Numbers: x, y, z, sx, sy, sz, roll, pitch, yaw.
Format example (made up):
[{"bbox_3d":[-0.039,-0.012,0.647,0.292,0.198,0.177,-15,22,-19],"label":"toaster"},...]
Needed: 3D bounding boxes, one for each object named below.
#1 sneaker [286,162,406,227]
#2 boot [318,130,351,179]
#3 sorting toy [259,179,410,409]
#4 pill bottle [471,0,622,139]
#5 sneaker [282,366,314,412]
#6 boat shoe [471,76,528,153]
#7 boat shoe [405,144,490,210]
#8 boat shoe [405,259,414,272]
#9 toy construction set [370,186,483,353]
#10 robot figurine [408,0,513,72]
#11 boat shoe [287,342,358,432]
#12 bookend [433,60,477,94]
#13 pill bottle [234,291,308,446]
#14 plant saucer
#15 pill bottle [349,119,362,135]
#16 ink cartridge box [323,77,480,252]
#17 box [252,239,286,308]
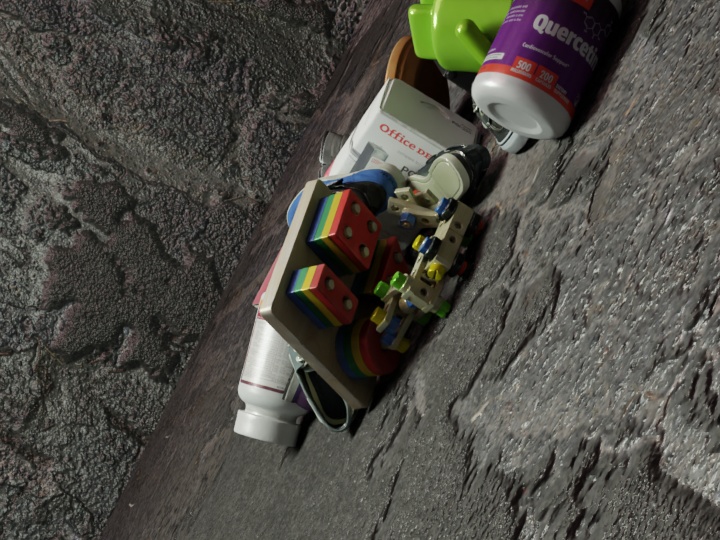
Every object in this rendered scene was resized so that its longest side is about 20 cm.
[{"bbox_3d":[-0.043,-0.075,1.714,0.199,0.077,0.111,-15,14,40],"label":"sneaker"},{"bbox_3d":[0.007,-0.192,1.922,0.070,0.130,0.202,52,-132,-66],"label":"boot"},{"bbox_3d":[-0.008,0.024,1.573,0.069,0.199,0.201,-13,44,35],"label":"sorting toy"},{"bbox_3d":[0.205,-0.248,1.412,0.201,0.112,0.112,-64,11,-10],"label":"pill bottle"},{"bbox_3d":[-0.023,0.084,1.676,0.076,0.087,0.202,-92,23,-87],"label":"sneaker"},{"bbox_3d":[0.163,-0.191,1.576,0.072,0.071,0.200,-59,11,11],"label":"boat shoe"},{"bbox_3d":[0.110,-0.113,1.657,0.066,0.075,0.199,-35,-7,-18],"label":"boat shoe"},{"bbox_3d":[0.000,0.000,1.789,0.199,0.073,0.065,11,79,58],"label":"boat shoe"},{"bbox_3d":[0.074,-0.015,1.535,0.131,0.091,0.201,133,151,-53],"label":"toy construction set"},{"bbox_3d":[0.160,-0.293,1.577,0.176,0.198,0.116,-58,-34,-45],"label":"robot figurine"},{"bbox_3d":[-0.049,0.102,1.597,0.072,0.202,0.062,-16,18,6],"label":"boat shoe"},{"bbox_3d":[0.188,-0.328,1.747,0.200,0.092,0.200,-58,10,12],"label":"bookend"},{"bbox_3d":[-0.110,0.138,1.868,0.110,0.109,0.202,175,109,-77],"label":"pill bottle"},{"bbox_3d":[0.085,-0.229,1.874,0.200,0.037,0.202,1,-90,-67],"label":"plant saucer"},{"bbox_3d":[0.023,-0.171,2.070,0.115,0.113,0.200,-67,11,-26],"label":"pill bottle"},{"bbox_3d":[0.047,-0.135,1.776,0.200,0.145,0.085,-54,11,38],"label":"ink cartridge box"},{"bbox_3d":[-0.058,-0.006,1.996,0.201,0.127,0.109,-62,10,-8],"label":"box"}]
